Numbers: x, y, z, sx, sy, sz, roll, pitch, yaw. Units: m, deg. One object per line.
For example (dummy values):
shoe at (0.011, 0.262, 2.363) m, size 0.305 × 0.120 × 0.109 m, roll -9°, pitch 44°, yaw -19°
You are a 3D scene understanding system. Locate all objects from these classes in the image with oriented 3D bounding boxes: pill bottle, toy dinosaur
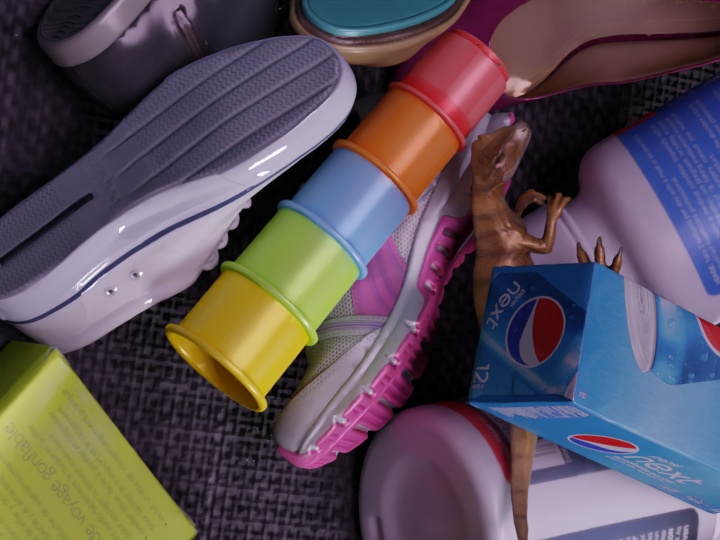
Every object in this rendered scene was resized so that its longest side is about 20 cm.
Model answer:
pill bottle at (0.180, -0.036, 1.518) m, size 0.199 × 0.112 × 0.113 m, roll -29°, pitch 112°, yaw -1°
pill bottle at (0.111, 0.114, 1.509) m, size 0.199 × 0.119 × 0.120 m, roll -8°, pitch 98°, yaw -34°
toy dinosaur at (0.076, 0.028, 1.426) m, size 0.106 × 0.060 × 0.201 m, roll -16°, pitch 100°, yaw -50°

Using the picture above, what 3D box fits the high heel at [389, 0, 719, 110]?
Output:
high heel at (0.113, -0.113, 1.467) m, size 0.199 × 0.096 × 0.068 m, roll -24°, pitch 118°, yaw 1°

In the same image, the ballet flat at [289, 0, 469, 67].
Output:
ballet flat at (0.026, -0.134, 1.434) m, size 0.200 × 0.068 × 0.063 m, roll -43°, pitch 159°, yaw -46°

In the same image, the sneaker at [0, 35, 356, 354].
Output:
sneaker at (-0.083, -0.035, 1.362) m, size 0.200 × 0.073 × 0.071 m, roll -31°, pitch 142°, yaw 9°

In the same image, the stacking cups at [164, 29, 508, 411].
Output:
stacking cups at (-0.007, -0.030, 1.382) m, size 0.061 × 0.060 × 0.200 m, roll 45°, pitch 77°, yaw -29°

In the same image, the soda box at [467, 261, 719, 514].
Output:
soda box at (0.140, 0.059, 1.402) m, size 0.200 × 0.064 × 0.068 m, roll 26°, pitch 69°, yaw -44°

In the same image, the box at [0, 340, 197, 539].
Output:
box at (-0.180, 0.144, 1.352) m, size 0.200 × 0.048 × 0.122 m, roll -47°, pitch 117°, yaw -22°

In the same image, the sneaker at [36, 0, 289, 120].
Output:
sneaker at (-0.056, -0.143, 1.408) m, size 0.200 × 0.075 × 0.106 m, roll -48°, pitch 123°, yaw -12°

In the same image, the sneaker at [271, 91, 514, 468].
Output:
sneaker at (0.000, 0.000, 1.447) m, size 0.088 × 0.081 × 0.201 m, roll 24°, pitch 75°, yaw 11°
